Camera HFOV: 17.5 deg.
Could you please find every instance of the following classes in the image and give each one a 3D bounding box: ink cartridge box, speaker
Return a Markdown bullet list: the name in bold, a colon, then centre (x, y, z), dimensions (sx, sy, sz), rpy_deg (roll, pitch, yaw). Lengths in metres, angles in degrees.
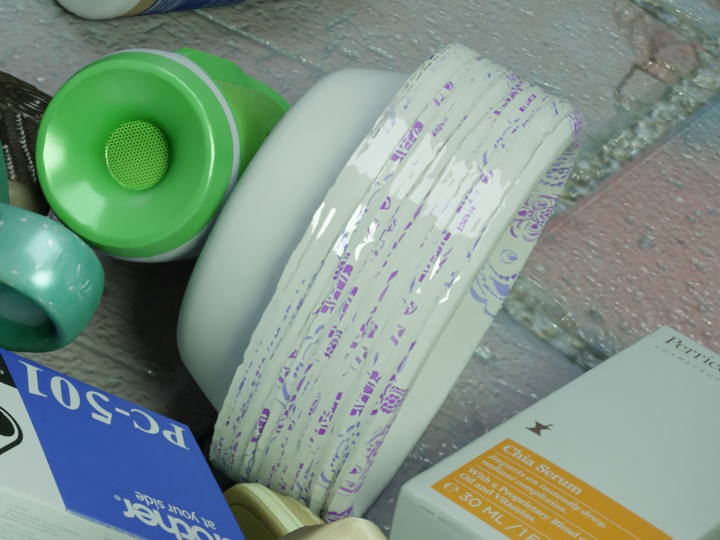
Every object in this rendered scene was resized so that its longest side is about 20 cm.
- **ink cartridge box**: centre (-0.129, 0.062, 0.777), dimensions (0.200, 0.044, 0.094), rpy_deg (27, 19, -38)
- **speaker**: centre (-0.075, -0.047, 0.998), dimensions (0.088, 0.089, 0.200), rpy_deg (29, 6, 7)

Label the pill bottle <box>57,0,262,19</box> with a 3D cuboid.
- **pill bottle**: centre (-0.068, -0.196, 1.231), dimensions (0.199, 0.111, 0.111), rpy_deg (-13, 50, -39)

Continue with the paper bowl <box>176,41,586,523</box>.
- **paper bowl**: centre (0.000, 0.000, 0.949), dimensions (0.104, 0.201, 0.201), rpy_deg (30, 36, 7)

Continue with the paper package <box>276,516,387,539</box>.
- **paper package**: centre (-0.030, 0.196, 0.653), dimensions (0.200, 0.103, 0.191), rpy_deg (-37, 88, -11)

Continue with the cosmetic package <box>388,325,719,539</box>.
- **cosmetic package**: centre (0.107, 0.104, 0.976), dimensions (0.101, 0.072, 0.200), rpy_deg (30, 34, 27)

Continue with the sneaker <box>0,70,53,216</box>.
- **sneaker**: centre (-0.173, -0.039, 1.020), dimensions (0.070, 0.076, 0.200), rpy_deg (26, 13, -12)

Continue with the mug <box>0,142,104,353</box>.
- **mug**: centre (-0.197, -0.014, 0.860), dimensions (0.152, 0.115, 0.185), rpy_deg (-29, 68, -15)

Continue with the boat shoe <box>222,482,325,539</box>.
- **boat shoe**: centre (0.012, 0.161, 0.869), dimensions (0.063, 0.073, 0.201), rpy_deg (-10, 50, -47)
